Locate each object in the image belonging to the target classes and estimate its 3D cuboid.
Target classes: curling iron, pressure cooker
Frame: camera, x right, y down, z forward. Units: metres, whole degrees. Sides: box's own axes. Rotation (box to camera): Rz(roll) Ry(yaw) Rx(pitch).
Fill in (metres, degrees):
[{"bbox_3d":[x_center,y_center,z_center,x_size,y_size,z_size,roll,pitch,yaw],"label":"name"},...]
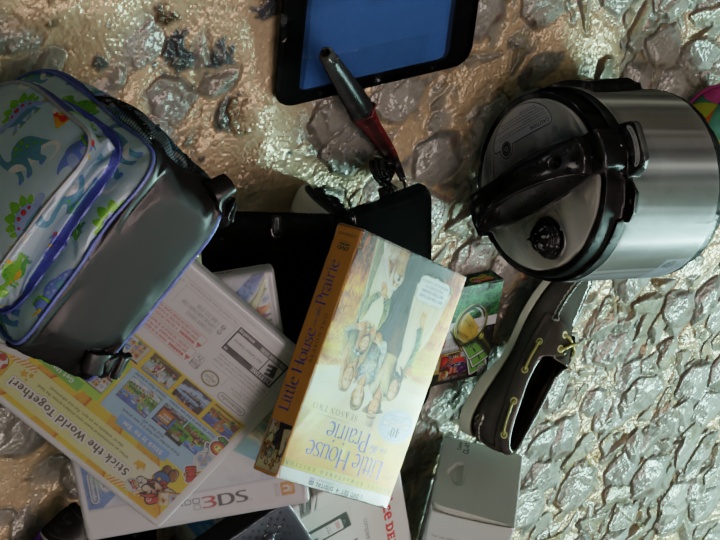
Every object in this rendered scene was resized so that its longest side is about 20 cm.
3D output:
[{"bbox_3d":[0.005,-0.122,1.569,0.025,0.050,0.200,-16,146,8],"label":"curling iron"},{"bbox_3d":[0.202,-0.076,1.680,0.199,0.179,0.177,-3,121,-38],"label":"pressure cooker"}]

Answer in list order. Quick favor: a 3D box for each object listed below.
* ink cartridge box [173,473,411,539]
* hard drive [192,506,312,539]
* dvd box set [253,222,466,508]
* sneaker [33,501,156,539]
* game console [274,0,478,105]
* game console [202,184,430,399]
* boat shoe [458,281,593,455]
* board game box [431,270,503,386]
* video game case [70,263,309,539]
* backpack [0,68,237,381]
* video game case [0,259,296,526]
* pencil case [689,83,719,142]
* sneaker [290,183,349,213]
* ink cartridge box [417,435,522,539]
[{"bbox_3d":[-0.059,0.239,1.729,0.199,0.084,0.146,-26,129,-21],"label":"ink cartridge box"},{"bbox_3d":[-0.091,0.287,1.648,0.135,0.042,0.200,-33,131,-14],"label":"hard drive"},{"bbox_3d":[0.002,0.078,1.498,0.146,0.029,0.201,24,84,-49],"label":"dvd box set"},{"bbox_3d":[-0.197,0.253,1.640,0.200,0.070,0.100,32,92,-46],"label":"sneaker"},{"bbox_3d":[0.043,-0.213,1.520,0.199,0.176,0.117,-17,97,-31],"label":"game console"},{"bbox_3d":[-0.033,0.036,1.568,0.175,0.116,0.201,1,109,6],"label":"game console"},{"bbox_3d":[0.172,0.081,1.818,0.202,0.060,0.072,-58,150,-4],"label":"boat shoe"},{"bbox_3d":[0.041,0.065,1.749,0.199,0.023,0.105,-11,120,-34],"label":"board game box"},{"bbox_3d":[-0.143,0.105,1.503,0.181,0.022,0.201,-10,108,-4],"label":"video game case"},{"bbox_3d":[-0.220,-0.049,1.346,0.147,0.200,0.183,34,94,-43],"label":"backpack"},{"bbox_3d":[-0.169,0.073,1.467,0.200,0.023,0.182,41,98,-18],"label":"video game case"},{"bbox_3d":[0.387,-0.103,1.880,0.089,0.088,0.200,-52,134,0],"label":"pencil case"},{"bbox_3d":[0.000,0.000,1.648,0.200,0.075,0.081,31,103,-37],"label":"sneaker"},{"bbox_3d":[0.092,0.284,1.827,0.085,0.148,0.201,14,114,2],"label":"ink cartridge box"}]
